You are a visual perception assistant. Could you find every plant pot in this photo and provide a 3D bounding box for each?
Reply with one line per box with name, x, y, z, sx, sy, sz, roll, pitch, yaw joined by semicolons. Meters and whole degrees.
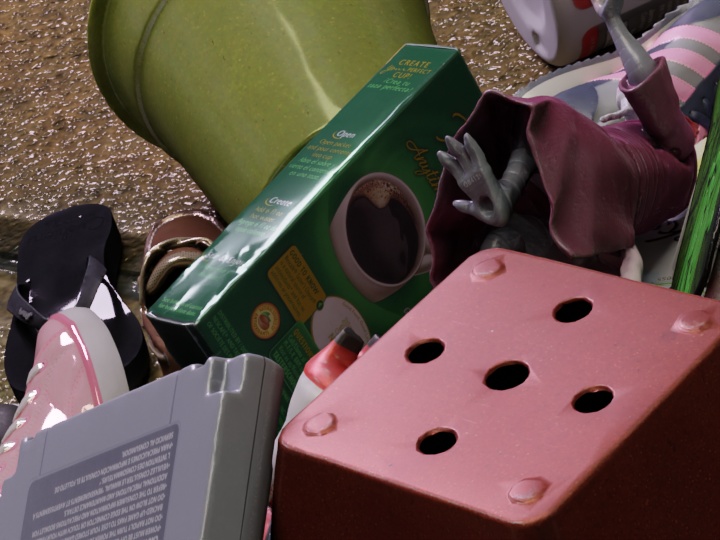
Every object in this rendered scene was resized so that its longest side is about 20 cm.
plant pot;0.079;0.108;1.032;0.199;0.177;0.200;15;44;42
plant pot;-0.027;-0.087;1.410;0.199;0.201;0.190;-22;43;-5

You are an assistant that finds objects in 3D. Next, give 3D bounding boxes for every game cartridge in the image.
game cartridge;-0.096;0.117;1.071;0.200;0.040;0.134;-23;50;55

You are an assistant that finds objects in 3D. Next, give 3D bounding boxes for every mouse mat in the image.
mouse mat;0.152;-0.056;1.124;0.007;0.161;0.201;14;65;2

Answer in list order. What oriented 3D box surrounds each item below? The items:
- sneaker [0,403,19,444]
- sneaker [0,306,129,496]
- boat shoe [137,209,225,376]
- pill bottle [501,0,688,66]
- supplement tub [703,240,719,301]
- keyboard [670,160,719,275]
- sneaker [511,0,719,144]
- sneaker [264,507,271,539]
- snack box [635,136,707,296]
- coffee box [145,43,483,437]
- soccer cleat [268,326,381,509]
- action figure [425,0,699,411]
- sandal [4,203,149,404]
sneaker;-0.206;0.102;1.272;0.070;0.100;0.200;-7;32;22
sneaker;-0.154;0.096;1.230;0.104;0.076;0.201;-6;45;-13
boat shoe;-0.079;0.015;1.363;0.075;0.072;0.200;-20;31;-3
pill bottle;0.177;-0.207;1.531;0.199;0.114;0.114;-25;31;-10
supplement tub;0.242;0.013;1.073;0.199;0.146;0.146;17;40;9
keyboard;0.191;-0.089;1.215;0.056;0.011;0.201;13;85;49
sneaker;0.169;-0.085;1.410;0.199;0.070;0.082;-29;54;-17
sneaker;-0.038;0.146;1.132;0.095;0.080;0.201;-9;33;12
snack box;0.190;0.011;1.242;0.142;0.053;0.200;-34;34;-20
coffee box;0.000;0.000;1.273;0.044;0.123;0.200;10;51;49
soccer cleat;0.017;0.076;1.158;0.069;0.200;0.085;39;99;22
action figure;0.114;-0.041;1.216;0.149;0.134;0.200;40;34;20
sandal;-0.161;0.015;1.435;0.076;0.043;0.200;-20;31;-1
